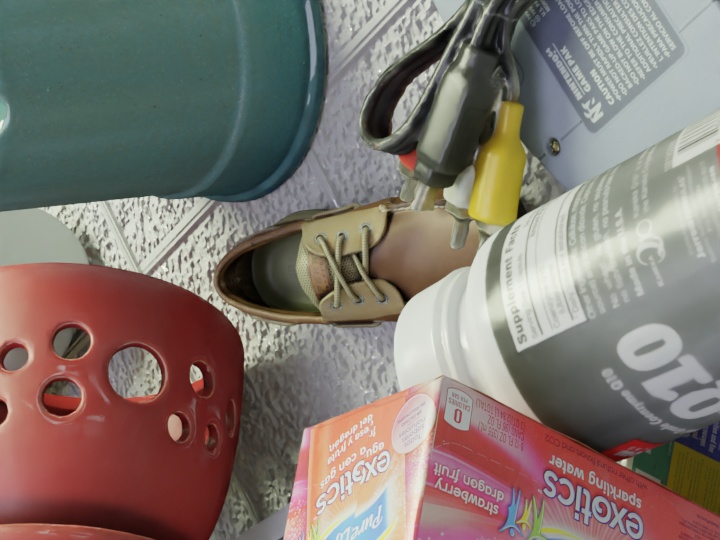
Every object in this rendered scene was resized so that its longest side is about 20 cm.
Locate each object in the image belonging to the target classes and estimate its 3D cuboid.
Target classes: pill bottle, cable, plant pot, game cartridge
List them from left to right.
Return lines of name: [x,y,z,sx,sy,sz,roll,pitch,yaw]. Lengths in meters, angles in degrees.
pill bottle: [-0.269,0.049,1.087,0.114,0.114,0.200,56,135,19]
plant pot: [-0.169,0.119,0.899,0.200,0.200,0.183,-33,49,46]
plant pot: [-0.158,-0.120,0.858,0.200,0.196,0.200,17,113,44]
cable: [0.061,-0.105,0.709,0.097,0.050,0.200,42,117,40]
game cartridge: [0.096,-0.133,0.704,0.200,0.042,0.133,61,140,14]
pill bottle: [0.118,0.015,0.645,0.200,0.114,0.114,-30,80,37]

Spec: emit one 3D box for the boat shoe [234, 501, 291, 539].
boat shoe: [-0.031,0.178,0.912,0.200,0.071,0.070,-40,70,38]

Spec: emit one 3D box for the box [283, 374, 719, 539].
box: [0.071,0.136,0.641,0.095,0.200,0.103,-27,45,47]

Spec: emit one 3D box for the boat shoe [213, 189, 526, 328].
boat shoe: [0.000,0.000,0.815,0.200,0.074,0.076,-11,94,46]

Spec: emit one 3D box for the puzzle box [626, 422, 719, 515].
puzzle box: [0.177,0.143,0.709,0.133,0.025,0.200,25,119,40]
